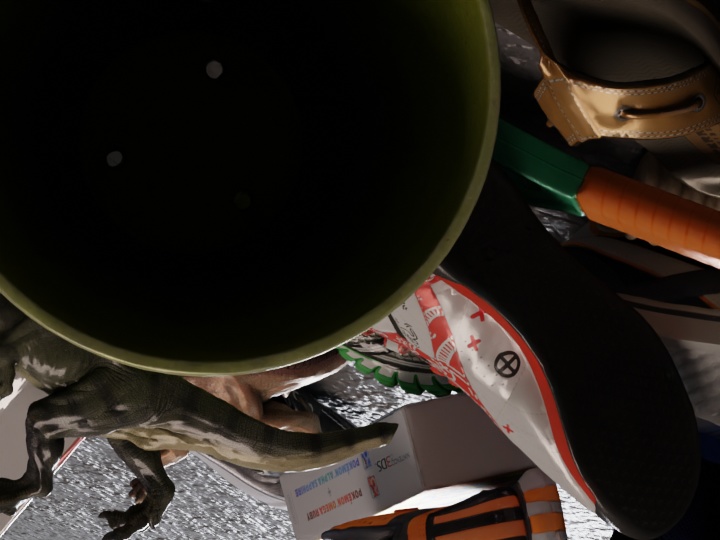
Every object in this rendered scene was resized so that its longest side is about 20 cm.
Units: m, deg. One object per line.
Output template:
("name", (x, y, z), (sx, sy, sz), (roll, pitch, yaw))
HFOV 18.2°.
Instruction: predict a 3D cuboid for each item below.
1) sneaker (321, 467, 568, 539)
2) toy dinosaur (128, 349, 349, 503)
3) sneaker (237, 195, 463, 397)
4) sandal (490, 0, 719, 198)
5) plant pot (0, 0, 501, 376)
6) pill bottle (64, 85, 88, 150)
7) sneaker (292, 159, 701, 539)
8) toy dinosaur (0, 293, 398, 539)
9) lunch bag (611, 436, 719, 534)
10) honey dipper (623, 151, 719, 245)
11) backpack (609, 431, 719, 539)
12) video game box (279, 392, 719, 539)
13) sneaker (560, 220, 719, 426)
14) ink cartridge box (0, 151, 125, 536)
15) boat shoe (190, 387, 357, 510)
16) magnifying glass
("sneaker", (0.038, 0.139, 1.039), (0.112, 0.078, 0.200), (-11, 158, 1))
("toy dinosaur", (-0.092, 0.050, 1.201), (0.200, 0.086, 0.136), (-7, 142, 23))
("sneaker", (0.000, 0.000, 1.021), (0.200, 0.078, 0.085), (12, 151, -3))
("sandal", (0.096, -0.063, 0.810), (0.082, 0.055, 0.200), (2, 157, 36))
("plant pot", (-0.058, -0.054, 0.804), (0.187, 0.187, 0.200), (17, 175, -5))
("pill bottle", (-0.216, -0.090, 0.891), (0.200, 0.109, 0.109), (10, 160, 16))
("sneaker", (0.053, 0.025, 0.922), (0.201, 0.067, 0.108), (50, 157, -23))
("toy dinosaur", (-0.094, 0.056, 0.830), (0.200, 0.088, 0.047), (25, -161, -10))
("lunch bag", (0.225, 0.134, 1.136), (0.160, 0.077, 0.200), (-22, 153, 34))
("honey dipper", (0.207, -0.006, 0.910), (0.200, 0.038, 0.038), (14, 160, -1))
("backpack", (0.164, 0.194, 0.963), (0.168, 0.200, 0.163), (15, 134, 11))
("video game box", (0.083, 0.084, 1.100), (0.200, 0.047, 0.182), (-11, 167, -22))
("sneaker", (0.166, 0.025, 0.947), (0.200, 0.079, 0.078), (19, 143, 19))
("ink cartridge box", (-0.133, 0.014, 0.947), (0.067, 0.116, 0.200), (37, -160, -14))
("boat shoe", (-0.062, 0.086, 1.321), (0.200, 0.070, 0.066), (32, 157, -20))
("magnifying glass", (0.071, -0.037, 0.884), (0.200, 0.022, 0.080), (20, 166, 25))
